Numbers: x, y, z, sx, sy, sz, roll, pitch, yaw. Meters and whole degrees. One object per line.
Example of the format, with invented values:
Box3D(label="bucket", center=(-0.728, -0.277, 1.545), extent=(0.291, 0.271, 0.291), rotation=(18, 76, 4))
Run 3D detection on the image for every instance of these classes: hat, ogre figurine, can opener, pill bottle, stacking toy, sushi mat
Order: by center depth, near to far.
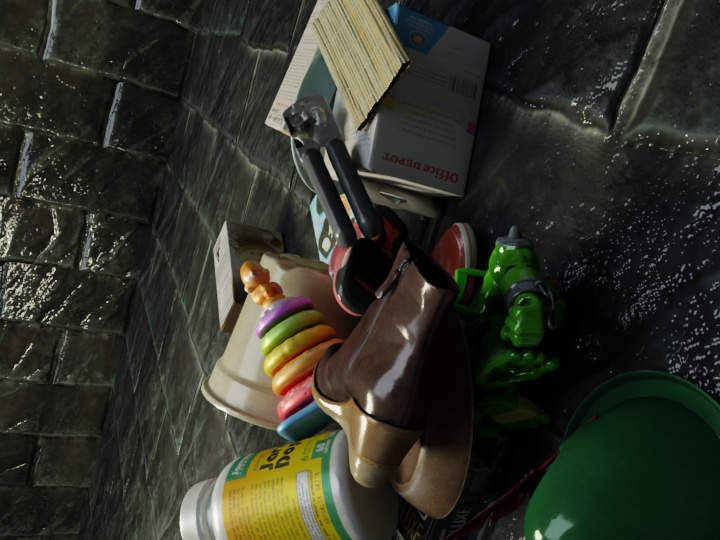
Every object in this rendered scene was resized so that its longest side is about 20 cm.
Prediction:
Box3D(label="hat", center=(0.121, 0.155, 0.427), extent=(0.166, 0.175, 0.201), rotation=(35, 111, 62))
Box3D(label="ogre figurine", center=(0.120, 0.050, 0.546), extent=(0.098, 0.200, 0.120), rotation=(-8, 53, 20))
Box3D(label="pill bottle", center=(-0.073, 0.230, 0.652), extent=(0.199, 0.113, 0.113), rotation=(-21, 56, 22))
Box3D(label="can opener", center=(-0.031, -0.105, 0.705), extent=(0.067, 0.053, 0.201), rotation=(72, 176, -62))
Box3D(label="stacking toy", center=(-0.073, 0.071, 0.713), extent=(0.200, 0.109, 0.116), rotation=(58, 179, 15))
Box3D(label="sushi mat", center=(-0.005, -0.246, 0.713), extent=(0.096, 0.012, 0.201), rotation=(-50, 45, 35))

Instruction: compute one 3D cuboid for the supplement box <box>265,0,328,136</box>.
Box3D(label="supplement box", center=(-0.029, -0.263, 0.907), extent=(0.073, 0.126, 0.201), rotation=(34, 100, 56))

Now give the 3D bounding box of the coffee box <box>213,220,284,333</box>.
Box3D(label="coffee box", center=(-0.190, 0.016, 1.169), extent=(0.080, 0.114, 0.201), rotation=(-57, 35, 36))

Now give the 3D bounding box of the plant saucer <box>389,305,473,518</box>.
Box3D(label="plant saucer", center=(0.047, 0.113, 0.586), extent=(0.200, 0.034, 0.201), rotation=(-177, 90, -76))

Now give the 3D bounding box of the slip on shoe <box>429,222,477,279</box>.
Box3D(label="slip on shoe", center=(0.064, 0.031, 0.721), extent=(0.200, 0.061, 0.074), rotation=(-59, 31, 33))

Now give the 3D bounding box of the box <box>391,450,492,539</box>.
Box3D(label="box", center=(0.043, 0.219, 0.701), extent=(0.200, 0.050, 0.158), rotation=(45, 120, 59))

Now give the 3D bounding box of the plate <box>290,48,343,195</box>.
Box3D(label="plate", center=(-0.013, -0.189, 0.840), extent=(0.025, 0.200, 0.201), rotation=(21, 101, 31))

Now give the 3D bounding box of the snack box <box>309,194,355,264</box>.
Box3D(label="snack box", center=(-0.023, -0.063, 0.953), extent=(0.116, 0.037, 0.201), rotation=(-56, 35, 38))

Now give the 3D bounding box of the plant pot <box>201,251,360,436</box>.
Box3D(label="plant pot", center=(-0.080, 0.080, 0.833), extent=(0.200, 0.200, 0.184), rotation=(25, 101, 63))

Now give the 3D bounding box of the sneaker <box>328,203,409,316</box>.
Box3D(label="sneaker", center=(0.000, 0.000, 0.727), extent=(0.087, 0.074, 0.200), rotation=(-40, 14, 28))

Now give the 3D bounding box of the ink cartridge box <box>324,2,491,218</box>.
Box3D(label="ink cartridge box", center=(0.046, -0.168, 0.754), extent=(0.125, 0.128, 0.201), rotation=(9, 88, 62))

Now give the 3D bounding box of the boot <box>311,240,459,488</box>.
Box3D(label="boot", center=(0.021, 0.056, 0.540), extent=(0.200, 0.072, 0.167), rotation=(-122, 49, -69))
